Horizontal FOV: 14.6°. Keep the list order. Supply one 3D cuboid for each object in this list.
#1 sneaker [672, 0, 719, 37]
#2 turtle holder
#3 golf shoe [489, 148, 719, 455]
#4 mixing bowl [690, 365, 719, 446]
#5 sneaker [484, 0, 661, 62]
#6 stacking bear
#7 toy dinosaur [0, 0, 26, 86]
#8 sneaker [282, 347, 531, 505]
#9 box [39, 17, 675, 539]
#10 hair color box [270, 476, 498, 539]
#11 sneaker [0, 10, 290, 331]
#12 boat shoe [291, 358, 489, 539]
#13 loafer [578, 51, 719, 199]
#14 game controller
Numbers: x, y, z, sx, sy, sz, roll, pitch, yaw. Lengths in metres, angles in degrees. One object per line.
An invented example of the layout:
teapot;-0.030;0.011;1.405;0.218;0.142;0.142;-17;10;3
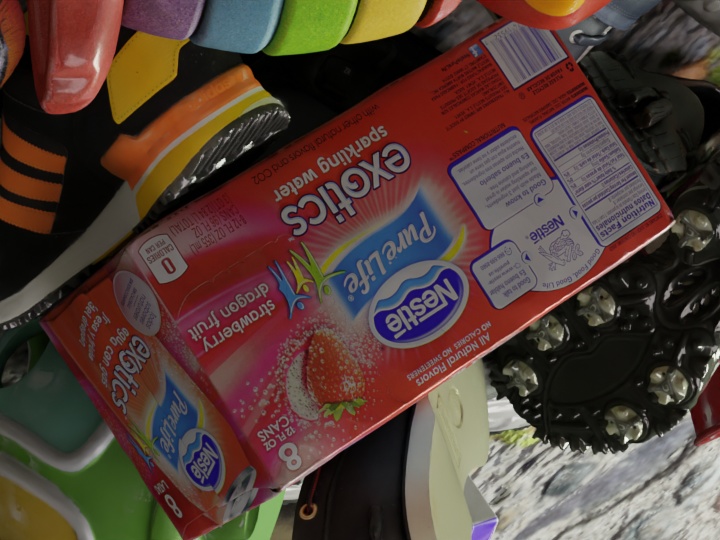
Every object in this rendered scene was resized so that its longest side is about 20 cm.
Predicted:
sneaker;0.183;-0.101;1.162;0.074;0.116;0.200;-42;147;15
turtle holder;-0.089;0.086;1.097;0.141;0.131;0.186;39;66;-76
golf shoe;0.136;0.006;1.155;0.200;0.077;0.088;-41;180;40
mixing bowl;0.221;-0.011;1.301;0.200;0.109;0.200;-26;171;-4
sneaker;0.135;-0.115;1.072;0.202;0.077;0.146;33;112;-17
stacking bear;-0.002;-0.119;0.897;0.199;0.114;0.122;1;122;-13
toy dinosaur;-0.195;-0.034;0.963;0.181;0.105;0.200;-39;-171;-18
sneaker;0.010;0.040;1.217;0.200;0.074;0.079;-17;152;-26
box;0.000;0.000;1.006;0.200;0.100;0.095;-33;179;-30
hair color box;-0.053;0.112;1.230;0.200;0.109;0.065;-17;146;-28
sneaker;-0.101;-0.049;1.012;0.070;0.090;0.200;-33;179;-35
boat shoe;0.014;0.064;1.096;0.063;0.202;0.074;-12;116;15
loafer;0.114;-0.064;1.151;0.063;0.072;0.200;-32;174;11
game controller;0.003;-0.048;1.145;0.104;0.042;0.200;-30;152;20
